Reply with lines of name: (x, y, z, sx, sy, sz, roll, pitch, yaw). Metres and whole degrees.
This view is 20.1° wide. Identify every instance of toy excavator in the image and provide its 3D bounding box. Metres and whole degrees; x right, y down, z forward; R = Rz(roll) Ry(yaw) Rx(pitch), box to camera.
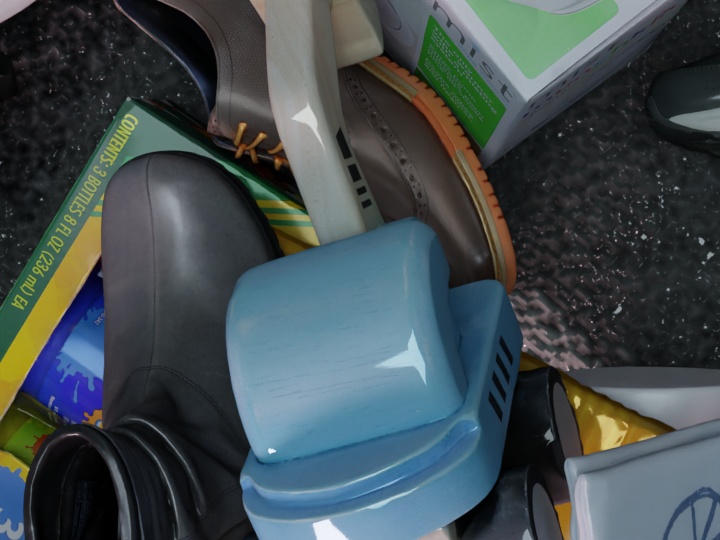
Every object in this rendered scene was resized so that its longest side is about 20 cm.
toy excavator: (0.000, 0.000, 0.674, 0.100, 0.195, 0.200, -14, 113, 16)

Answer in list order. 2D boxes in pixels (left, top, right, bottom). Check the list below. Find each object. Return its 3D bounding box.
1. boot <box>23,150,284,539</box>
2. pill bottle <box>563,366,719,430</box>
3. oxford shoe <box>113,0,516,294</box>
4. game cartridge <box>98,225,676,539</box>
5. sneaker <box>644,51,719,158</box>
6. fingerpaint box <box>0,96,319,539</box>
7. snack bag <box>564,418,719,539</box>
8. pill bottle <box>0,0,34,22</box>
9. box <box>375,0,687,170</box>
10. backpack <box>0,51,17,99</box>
boot: (-0.069, 0.052, 0.686, 0.070, 0.132, 0.200, -12, 85, 18)
pill bottle: (0.113, 0.140, 0.785, 0.112, 0.112, 0.200, 0, 93, 8)
oxford shoe: (-0.019, -0.055, 0.800, 0.073, 0.071, 0.200, -35, 73, -23)
game cartridge: (-0.007, 0.094, 0.748, 0.200, 0.032, 0.177, 26, 96, 19)
sneaker: (0.203, -0.100, 0.788, 0.200, 0.074, 0.085, -15, 85, 0)
fingerpaint box: (-0.070, 0.057, 0.826, 0.167, 0.073, 0.200, 33, 97, 5)
snack bag: (0.127, 0.150, 0.695, 0.021, 0.188, 0.200, -1, 95, 39)
pill bottle: (-0.189, -0.191, 0.759, 0.116, 0.116, 0.200, -36, 71, 8)
box: (0.029, -0.152, 0.744, 0.097, 0.176, 0.200, -37, 88, -3)
backpack: (-0.265, -0.049, 0.798, 0.200, 0.154, 0.190, 36, 119, -29)
